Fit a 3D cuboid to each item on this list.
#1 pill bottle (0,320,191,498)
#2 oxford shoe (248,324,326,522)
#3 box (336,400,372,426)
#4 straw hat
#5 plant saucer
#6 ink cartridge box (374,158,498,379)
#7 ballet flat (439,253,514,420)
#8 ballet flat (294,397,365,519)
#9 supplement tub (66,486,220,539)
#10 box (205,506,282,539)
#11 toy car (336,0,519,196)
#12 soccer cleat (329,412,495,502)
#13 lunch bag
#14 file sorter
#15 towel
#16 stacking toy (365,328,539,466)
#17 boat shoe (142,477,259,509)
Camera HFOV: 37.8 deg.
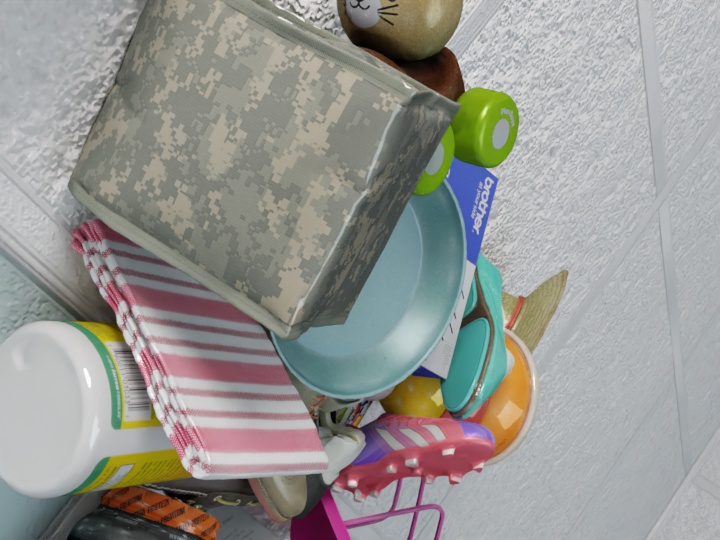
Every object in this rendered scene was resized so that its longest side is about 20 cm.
[{"bbox_3d":[-0.154,0.093,0.740,0.199,0.112,0.113,6,111,-57],"label":"pill bottle"},{"bbox_3d":[-0.059,0.114,0.863,0.070,0.074,0.202,-52,136,-69],"label":"oxford shoe"},{"bbox_3d":[0.006,0.064,1.027,0.201,0.035,0.110,-59,149,-1],"label":"box"},{"bbox_3d":[0.144,0.061,1.171,0.202,0.085,0.201,-59,179,-2],"label":"straw hat"},{"bbox_3d":[0.000,0.000,0.829,0.199,0.036,0.202,-12,109,-36],"label":"plant saucer"},{"bbox_3d":[0.061,-0.013,0.950,0.094,0.044,0.201,31,69,-43],"label":"ink cartridge box"},{"bbox_3d":[0.115,0.062,0.986,0.070,0.201,0.067,32,129,-28],"label":"ballet flat"},{"bbox_3d":[-0.031,0.127,0.931,0.068,0.068,0.202,-26,119,-71],"label":"ballet flat"},{"bbox_3d":[-0.187,0.273,0.804,0.123,0.122,0.201,55,50,-57],"label":"supplement tub"},{"bbox_3d":[-0.106,0.324,0.920,0.152,0.199,0.107,-30,138,-39],"label":"box"},{"bbox_3d":[0.015,-0.176,0.726,0.157,0.164,0.202,-24,125,-45],"label":"toy car"},{"bbox_3d":[0.042,0.155,0.947,0.066,0.199,0.077,27,55,-29],"label":"soccer cleat"},{"bbox_3d":[-0.070,-0.079,0.642,0.165,0.199,0.117,-62,164,13],"label":"lunch bag"},{"bbox_3d":[0.021,0.282,1.037,0.124,0.200,0.140,-7,128,-20],"label":"file sorter"},{"bbox_3d":[-0.105,0.055,0.708,0.030,0.201,0.146,-39,155,19],"label":"towel"},{"bbox_3d":[0.066,0.109,1.024,0.199,0.146,0.147,18,101,-42],"label":"stacking toy"},{"bbox_3d":[-0.131,0.172,0.886,0.060,0.072,0.200,-65,155,4],"label":"boat shoe"}]
